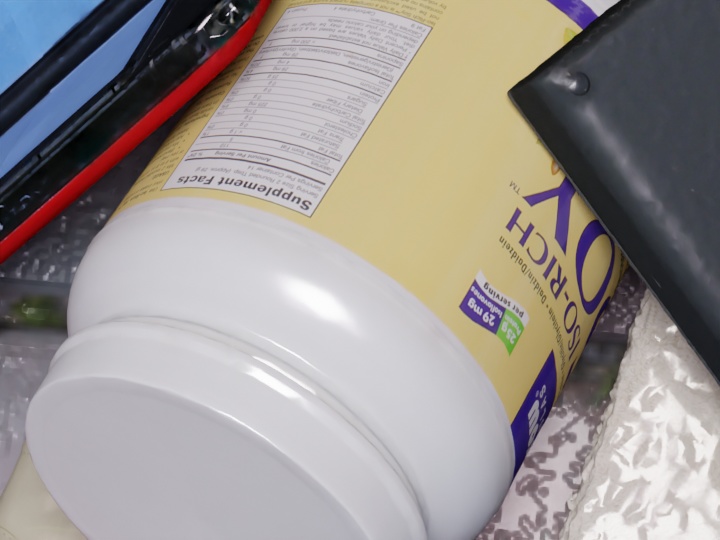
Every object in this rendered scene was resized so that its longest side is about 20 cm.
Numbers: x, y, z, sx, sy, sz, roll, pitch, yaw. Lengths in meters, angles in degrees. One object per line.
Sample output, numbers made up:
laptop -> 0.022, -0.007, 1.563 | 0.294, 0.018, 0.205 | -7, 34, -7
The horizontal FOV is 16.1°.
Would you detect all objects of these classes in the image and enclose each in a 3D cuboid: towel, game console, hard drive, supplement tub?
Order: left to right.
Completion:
game console -> -0.124, -0.085, 0.813 | 0.200, 0.173, 0.119 | -39, 104, 24
supplement tub -> 0.000, 0.000, 0.780 | 0.145, 0.146, 0.201 | 27, 57, 8
towel -> 0.148, 0.032, 0.801 | 0.132, 0.034, 0.201 | 20, 80, 7
hard drive -> 0.155, -0.015, 0.751 | 0.139, 0.033, 0.200 | -39, 97, -16

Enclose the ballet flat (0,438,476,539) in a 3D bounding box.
ballet flat -> -0.024, 0.087, 0.839 | 0.198, 0.069, 0.070 | 8, 80, 5
